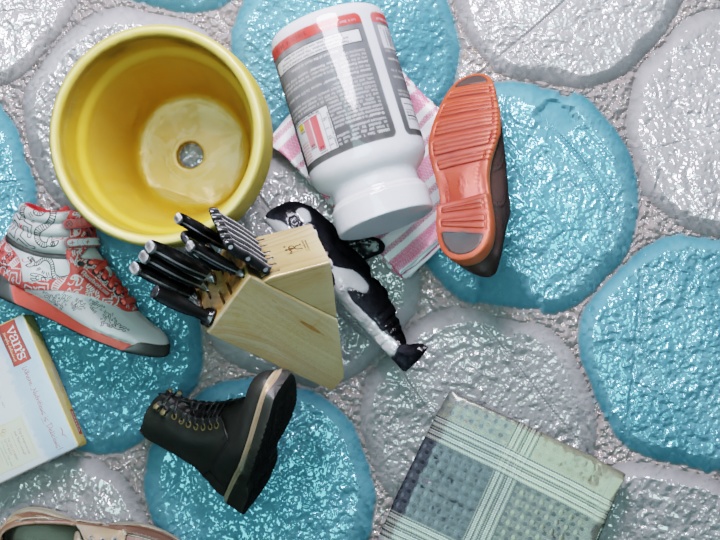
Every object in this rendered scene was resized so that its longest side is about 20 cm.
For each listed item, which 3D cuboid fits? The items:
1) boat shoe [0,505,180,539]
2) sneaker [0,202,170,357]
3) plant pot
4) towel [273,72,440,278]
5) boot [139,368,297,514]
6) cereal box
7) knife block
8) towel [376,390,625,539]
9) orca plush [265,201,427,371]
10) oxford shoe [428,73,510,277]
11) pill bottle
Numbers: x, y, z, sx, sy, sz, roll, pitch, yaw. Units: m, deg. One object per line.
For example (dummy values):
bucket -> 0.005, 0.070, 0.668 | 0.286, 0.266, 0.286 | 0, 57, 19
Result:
boat shoe -> -0.263, 0.280, 1.748 | 0.198, 0.072, 0.077 | 7, 89, 7
sneaker -> -0.265, 0.005, 1.761 | 0.200, 0.067, 0.109 | 23, 93, 9
plant pot -> -0.174, -0.118, 1.693 | 0.198, 0.189, 0.203 | 0, 87, 6
towel -> 0.024, -0.110, 1.751 | 0.146, 0.030, 0.200 | -45, 84, 3
boot -> -0.143, 0.138, 1.691 | 0.138, 0.078, 0.201 | 32, 137, 10
cereal box -> -0.390, 0.149, 1.784 | 0.198, 0.040, 0.145 | -24, 86, 5
knife block -> -0.111, 0.033, 1.614 | 0.174, 0.064, 0.202 | -15, 128, -11
towel -> 0.133, 0.242, 1.730 | 0.198, 0.035, 0.194 | 26, 88, 9
orca plush -> 0.000, 0.000, 1.708 | 0.071, 0.105, 0.200 | -43, 75, -1
oxford shoe -> 0.108, -0.090, 1.703 | 0.070, 0.073, 0.202 | -6, 66, 25
pill bottle -> -0.005, -0.139, 1.684 | 0.115, 0.116, 0.202 | -18, 81, 6
